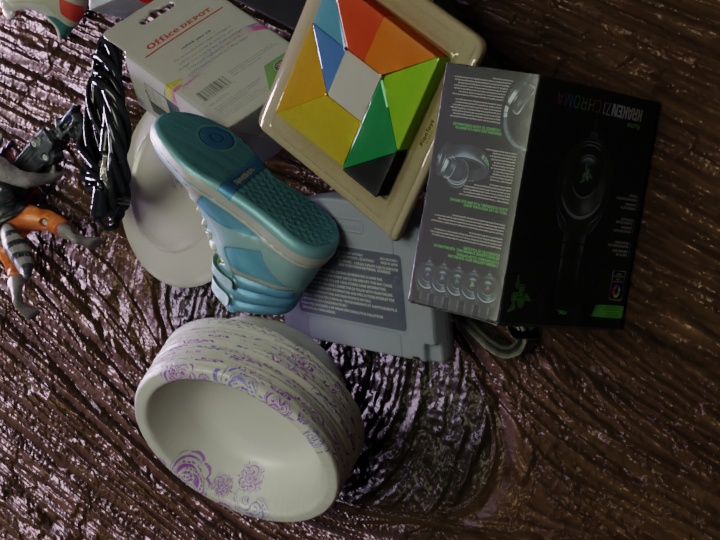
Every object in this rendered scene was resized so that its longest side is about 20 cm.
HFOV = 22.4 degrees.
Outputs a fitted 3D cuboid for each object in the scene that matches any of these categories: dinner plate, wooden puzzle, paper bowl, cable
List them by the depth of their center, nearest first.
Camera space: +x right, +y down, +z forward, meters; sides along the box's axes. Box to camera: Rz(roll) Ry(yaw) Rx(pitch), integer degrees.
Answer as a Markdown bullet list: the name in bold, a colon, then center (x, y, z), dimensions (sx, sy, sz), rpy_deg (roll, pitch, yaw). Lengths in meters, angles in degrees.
- **wooden puzzle**: center (0.000, -0.151, 1.488), dimensions (0.200, 0.037, 0.186), rpy_deg (43, 121, 33)
- **cable**: center (0.063, 0.016, 1.550), dimensions (0.200, 0.050, 0.097), rpy_deg (52, 121, 32)
- **paper bowl**: center (-0.091, 0.121, 1.604), dimensions (0.200, 0.201, 0.105), rpy_deg (-13, 35, 39)
- **cable**: center (-0.253, -0.150, 1.775), dimensions (0.201, 0.050, 0.164), rpy_deg (-102, 13, -45)
- **dinner plate**: center (-0.174, -0.084, 1.778), dimensions (0.199, 0.024, 0.202), rpy_deg (-3, 85, 39)

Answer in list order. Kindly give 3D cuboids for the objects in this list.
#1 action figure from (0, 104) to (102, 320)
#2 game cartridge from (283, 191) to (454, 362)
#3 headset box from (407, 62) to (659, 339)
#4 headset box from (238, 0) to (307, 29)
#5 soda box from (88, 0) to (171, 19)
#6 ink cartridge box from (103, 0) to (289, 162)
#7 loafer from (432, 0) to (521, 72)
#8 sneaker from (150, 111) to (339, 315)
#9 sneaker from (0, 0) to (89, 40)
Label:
- **action figure**: center (-0.352, -0.079, 1.879), dimensions (0.194, 0.104, 0.200), rpy_deg (50, 120, 20)
- **game cartridge**: center (0.000, 0.000, 1.566), dimensions (0.199, 0.041, 0.134), rpy_deg (10, 115, 45)
- **headset box**: center (0.135, -0.048, 1.413), dimensions (0.092, 0.173, 0.202), rpy_deg (13, 95, 40)
- **headset box**: center (-0.027, -0.299, 1.610), dimensions (0.199, 0.092, 0.175), rpy_deg (32, 108, 36)
- **soda box**: center (-0.181, -0.307, 1.769), dimensions (0.199, 0.063, 0.069), rpy_deg (-14, 78, 39)
- **ink cartridge box**: center (-0.136, -0.181, 1.685), dimensions (0.200, 0.117, 0.068), rpy_deg (38, 153, 36)
- **loafer**: center (0.070, -0.182, 1.504), dimensions (0.063, 0.072, 0.200), rpy_deg (-44, 86, 19)
- **sneaker**: center (-0.120, -0.038, 1.581), dimensions (0.200, 0.079, 0.131), rpy_deg (41, 132, 16)
- **sneaker**: center (-0.372, -0.310, 1.880), dimensions (0.199, 0.070, 0.094), rpy_deg (27, 117, -4)
